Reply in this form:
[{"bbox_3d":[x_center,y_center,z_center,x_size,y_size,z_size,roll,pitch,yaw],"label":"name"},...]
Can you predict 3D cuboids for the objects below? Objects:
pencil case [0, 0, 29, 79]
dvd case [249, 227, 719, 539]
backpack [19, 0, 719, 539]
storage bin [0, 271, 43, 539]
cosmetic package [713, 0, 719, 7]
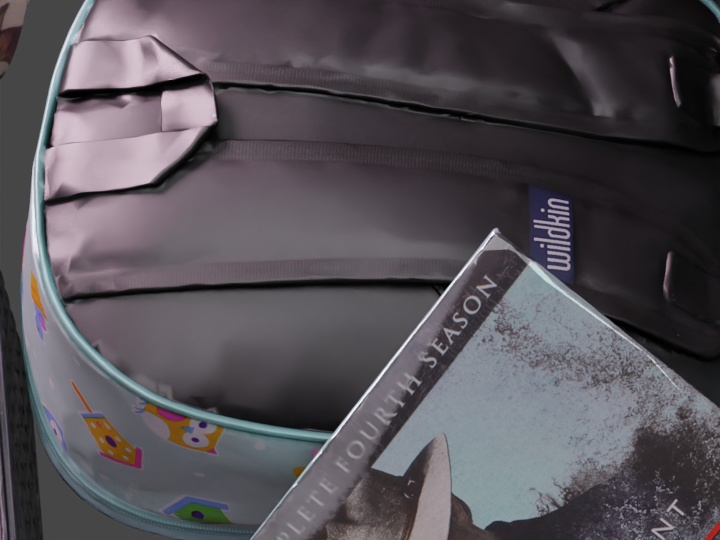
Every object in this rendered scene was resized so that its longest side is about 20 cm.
[{"bbox_3d":[-0.191,-0.067,0.819,0.200,0.089,0.078,-24,97,-48],"label":"pencil case"},{"bbox_3d":[0.067,0.107,0.696,0.200,0.022,0.146,39,88,3],"label":"dvd case"},{"bbox_3d":[0.000,0.000,0.790,0.199,0.153,0.177,10,63,-12],"label":"backpack"},{"bbox_3d":[-0.160,0.088,0.785,0.134,0.094,0.201,-7,63,-3],"label":"storage bin"},{"bbox_3d":[0.082,-0.130,0.830,0.071,0.200,0.102,20,65,11],"label":"cosmetic package"}]
